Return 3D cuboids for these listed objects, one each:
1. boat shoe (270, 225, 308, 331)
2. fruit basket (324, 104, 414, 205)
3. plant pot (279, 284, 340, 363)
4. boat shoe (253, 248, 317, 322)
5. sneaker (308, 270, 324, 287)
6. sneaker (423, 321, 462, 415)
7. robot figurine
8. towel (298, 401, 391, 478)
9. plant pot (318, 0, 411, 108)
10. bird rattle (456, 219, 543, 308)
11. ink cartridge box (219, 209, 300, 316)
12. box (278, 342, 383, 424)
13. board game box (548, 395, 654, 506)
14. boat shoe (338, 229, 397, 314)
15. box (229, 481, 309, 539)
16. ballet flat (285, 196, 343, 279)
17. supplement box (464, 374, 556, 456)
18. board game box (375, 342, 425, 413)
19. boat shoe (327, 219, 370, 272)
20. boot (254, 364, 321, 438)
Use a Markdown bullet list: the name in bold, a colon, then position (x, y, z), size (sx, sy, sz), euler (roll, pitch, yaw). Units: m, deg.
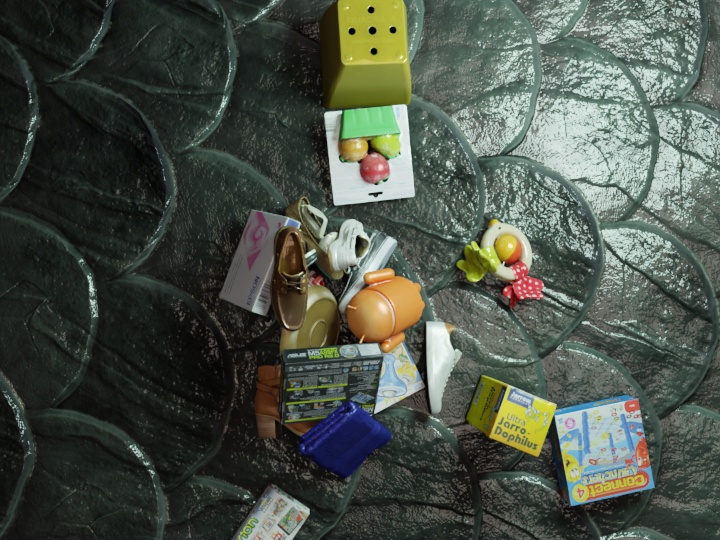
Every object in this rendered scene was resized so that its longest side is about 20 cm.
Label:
- **boat shoe**: position (-0.133, 0.016, 1.195), size (0.071, 0.068, 0.203), euler (-2, 94, -12)
- **fruit basket**: position (0.021, -0.254, 1.394), size (0.183, 0.094, 0.202), euler (-7, 103, -5)
- **plant pot**: position (-0.095, 0.131, 1.306), size (0.027, 0.200, 0.202), euler (12, 85, 30)
- **boat shoe**: position (-0.147, 0.036, 1.288), size (0.199, 0.074, 0.066), euler (-40, 90, 19)
- **sneaker**: position (-0.129, -0.007, 1.349), size (0.107, 0.067, 0.204), euler (5, 98, 12)
- **sneaker**: position (0.181, 0.213, 1.378), size (0.084, 0.073, 0.203), euler (1, 86, -2)
- **robot figurine**: position (0.050, 0.080, 1.323), size (0.116, 0.199, 0.145), euler (36, 126, 27)
- **towel**: position (-0.031, 0.346, 1.303), size (0.147, 0.200, 0.050), euler (-41, 52, -1)
- **plant pot**: position (0.017, -0.472, 1.348), size (0.197, 0.176, 0.203), euler (-3, 88, -5)
- **bird rattle**: position (0.324, -0.024, 1.393), size (0.198, 0.113, 0.164), euler (23, 69, -6)
- **ink cartridge box**: position (-0.223, -0.024, 1.302), size (0.043, 0.199, 0.198), euler (24, 84, -41)
- **box**: position (-0.061, 0.225, 1.262), size (0.198, 0.044, 0.162), euler (-3, 124, -15)
- **board game box**: position (0.529, 0.396, 1.407), size (0.198, 0.056, 0.198), euler (-11, 88, -5)
- **boat shoe**: position (0.000, -0.001, 1.372), size (0.068, 0.074, 0.200), euler (30, 79, 14)
- **box**: position (-0.208, 0.567, 1.348), size (0.110, 0.035, 0.201), euler (36, 85, -2)
- **ballet flat**: position (-0.087, -0.076, 1.350), size (0.072, 0.067, 0.201), euler (-46, 69, 33)
- **supplement box**: position (0.306, 0.296, 1.321), size (0.108, 0.200, 0.111), euler (22, 85, -3)
- **board game box**: position (0.023, 0.237, 1.384), size (0.198, 0.034, 0.136), euler (-27, 90, -5)
- **boat shoe**: position (-0.012, -0.052, 1.319), size (0.068, 0.200, 0.072), euler (-3, 116, 14)
- **boot**: position (-0.129, 0.272, 1.351), size (0.197, 0.077, 0.157), euler (-4, 82, 11)
